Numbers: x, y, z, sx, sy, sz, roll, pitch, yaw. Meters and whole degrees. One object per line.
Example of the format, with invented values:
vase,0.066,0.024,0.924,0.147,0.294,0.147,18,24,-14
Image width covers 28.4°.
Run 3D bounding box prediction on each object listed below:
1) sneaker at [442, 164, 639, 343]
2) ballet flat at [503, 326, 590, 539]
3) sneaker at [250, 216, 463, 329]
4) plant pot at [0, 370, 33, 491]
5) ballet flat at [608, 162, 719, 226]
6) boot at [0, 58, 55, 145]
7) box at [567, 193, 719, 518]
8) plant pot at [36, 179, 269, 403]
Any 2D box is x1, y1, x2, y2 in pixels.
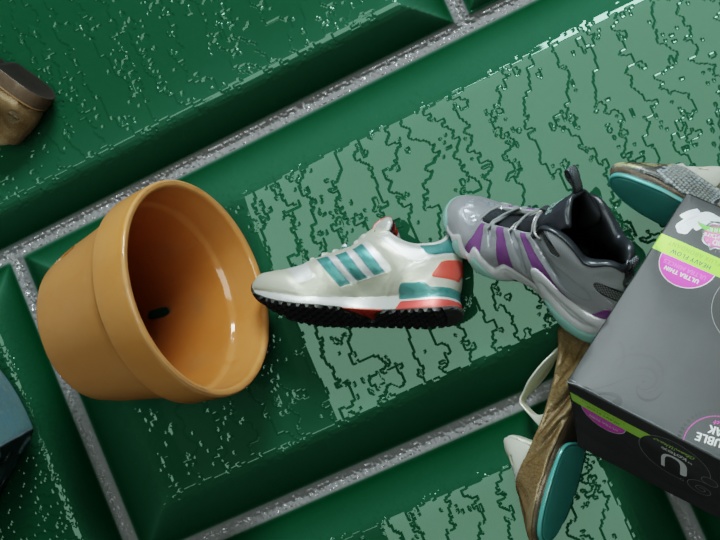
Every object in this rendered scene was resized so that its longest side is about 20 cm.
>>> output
sneaker,0.157,-0.041,1.208,0.200,0.140,0.078,33,55,25
ballet flat,0.169,0.138,1.261,0.072,0.068,0.201,20,94,33
sneaker,0.000,0.000,1.305,0.199,0.070,0.094,2,72,16
plant pot,-0.431,0.157,1.341,0.200,0.196,0.197,30,96,4
ballet flat,0.312,-0.050,1.231,0.200,0.072,0.072,33,97,12
boot,-0.398,-0.198,1.397,0.200,0.074,0.076,39,108,9
box,0.280,0.070,1.148,0.148,0.124,0.200,27,69,26
plant pot,-0.197,0.034,1.290,0.140,0.200,0.201,-20,85,28
